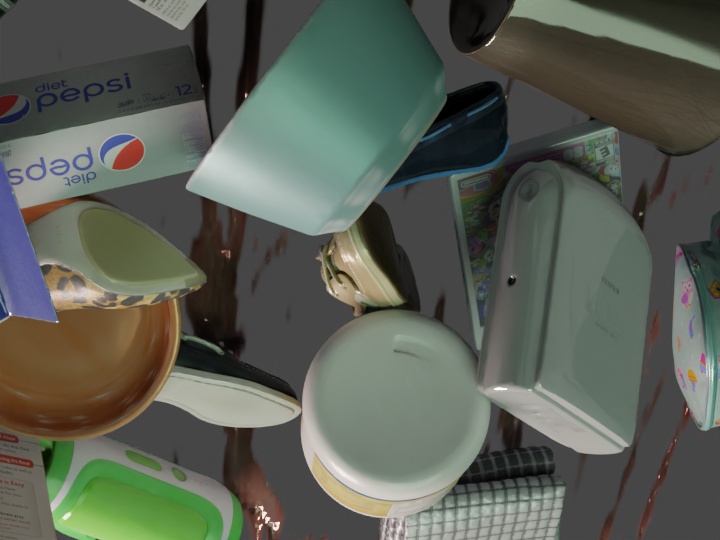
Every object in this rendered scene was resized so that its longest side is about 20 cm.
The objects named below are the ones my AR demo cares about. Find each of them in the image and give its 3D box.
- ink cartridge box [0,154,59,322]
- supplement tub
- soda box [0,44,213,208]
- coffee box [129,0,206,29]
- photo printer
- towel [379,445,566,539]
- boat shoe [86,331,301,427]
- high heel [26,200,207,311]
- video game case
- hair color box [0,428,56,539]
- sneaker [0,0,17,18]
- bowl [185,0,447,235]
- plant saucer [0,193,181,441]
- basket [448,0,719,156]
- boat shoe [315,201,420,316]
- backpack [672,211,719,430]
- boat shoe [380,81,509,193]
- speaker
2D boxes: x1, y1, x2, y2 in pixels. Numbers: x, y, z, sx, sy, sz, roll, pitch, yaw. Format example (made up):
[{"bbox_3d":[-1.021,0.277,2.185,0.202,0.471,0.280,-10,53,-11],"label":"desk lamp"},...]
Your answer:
[{"bbox_3d":[-0.308,-0.049,1.102,0.047,0.198,0.199,-43,129,-41],"label":"ink cartridge box"},{"bbox_3d":[0.024,0.120,1.354,0.143,0.146,0.200,-15,168,-6],"label":"supplement tub"},{"bbox_3d":[-0.205,-0.096,1.186,0.198,0.069,0.064,-13,135,-8],"label":"soda box"},{"bbox_3d":[-0.174,-0.249,1.034,0.199,0.115,0.080,26,118,-35],"label":"coffee box"},{"bbox_3d":[0.164,0.024,1.314,0.069,0.202,0.166,-6,154,36],"label":"photo printer"},{"bbox_3d":[0.097,0.258,1.589,0.164,0.086,0.202,-6,130,-16],"label":"towel"},{"bbox_3d":[-0.135,0.078,1.367,0.199,0.061,0.075,19,141,-33],"label":"boat shoe"},{"bbox_3d":[-0.222,0.010,1.222,0.198,0.072,0.143,11,148,-23],"label":"high heel"},{"bbox_3d":[0.150,-0.027,1.402,0.142,0.018,0.201,-17,133,-5],"label":"video game case"},{"bbox_3d":[-0.301,0.169,1.293,0.110,0.201,0.064,15,123,-29],"label":"hair color box"},{"bbox_3d":[-0.278,-0.228,1.053,0.077,0.078,0.201,-33,137,-7],"label":"sneaker"},{"bbox_3d":[-0.016,-0.103,1.124,0.105,0.201,0.201,38,115,-3],"label":"bowl"},{"bbox_3d":[-0.229,0.029,1.264,0.198,0.038,0.202,1,110,3],"label":"plant saucer"},{"bbox_3d":[0.175,-0.180,1.202,0.198,0.137,0.180,15,147,-24],"label":"basket"},{"bbox_3d":[0.000,0.000,1.302,0.064,0.073,0.200,-13,166,7],"label":"boat shoe"},{"bbox_3d":[0.344,0.062,1.421,0.152,0.201,0.177,-13,133,-7],"label":"backpack"},{"bbox_3d":[0.017,-0.106,1.261,0.198,0.084,0.069,-17,128,-27],"label":"boat shoe"},{"bbox_3d":[-0.197,0.193,1.430,0.199,0.089,0.088,28,117,-35],"label":"speaker"}]
